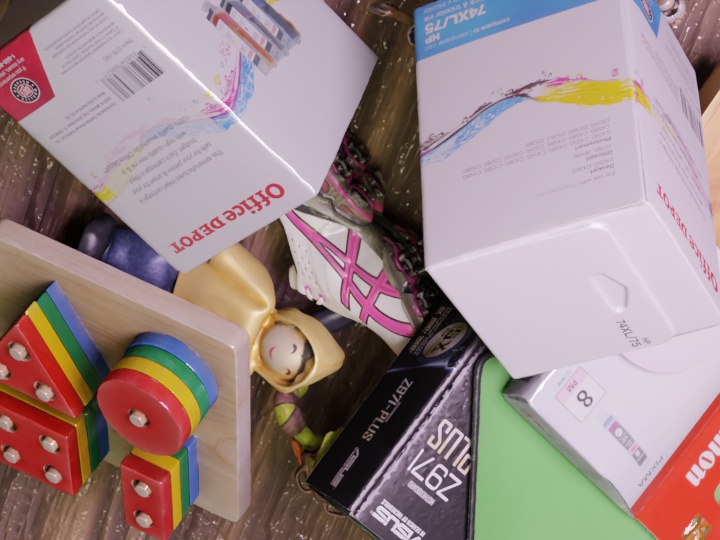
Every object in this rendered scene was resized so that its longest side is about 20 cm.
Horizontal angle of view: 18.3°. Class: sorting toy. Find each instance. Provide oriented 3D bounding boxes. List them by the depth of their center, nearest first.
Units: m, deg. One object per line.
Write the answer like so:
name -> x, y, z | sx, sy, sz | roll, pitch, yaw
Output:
sorting toy -> -0.178, 0.089, 1.546 | 0.199, 0.070, 0.200 | 24, 141, 18

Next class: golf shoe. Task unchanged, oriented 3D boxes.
golf shoe -> 0.000, 0.000, 1.562 | 0.092, 0.073, 0.201 | -33, 89, 25

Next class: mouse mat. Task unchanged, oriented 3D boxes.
mouse mat -> 0.162, 0.130, 1.478 | 0.198, 0.008, 0.163 | -1, 98, -23

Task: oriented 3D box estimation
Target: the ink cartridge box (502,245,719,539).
ink cartridge box -> 0.213, 0.082, 1.462 | 0.200, 0.057, 0.163 | 42, 80, -15

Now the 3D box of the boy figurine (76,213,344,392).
boy figurine -> -0.109, 0.036, 1.570 | 0.199, 0.064, 0.125 | 25, 100, 7

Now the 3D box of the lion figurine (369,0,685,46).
lion figurine -> 0.117, -0.186, 1.477 | 0.198, 0.122, 0.073 | -9, 84, 22

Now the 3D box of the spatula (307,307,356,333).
spatula -> 0.019, 0.014, 1.602 | 0.199, 0.021, 0.057 | -26, 116, -2

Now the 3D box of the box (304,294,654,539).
box -> 0.092, 0.143, 1.502 | 0.200, 0.086, 0.164 | 42, 82, -23

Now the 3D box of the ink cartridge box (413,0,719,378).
ink cartridge box -> 0.128, -0.065, 1.384 | 0.145, 0.202, 0.147 | -16, 143, 20

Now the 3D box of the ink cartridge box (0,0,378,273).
ink cartridge box -> -0.117, -0.130, 1.444 | 0.145, 0.145, 0.200 | -27, 118, 41

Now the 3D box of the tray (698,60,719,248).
tray -> 0.228, -0.033, 1.496 | 0.098, 0.037, 0.201 | 33, 97, -16

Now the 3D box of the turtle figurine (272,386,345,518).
turtle figurine -> -0.019, 0.135, 1.597 | 0.064, 0.161, 0.200 | -41, 98, -7
